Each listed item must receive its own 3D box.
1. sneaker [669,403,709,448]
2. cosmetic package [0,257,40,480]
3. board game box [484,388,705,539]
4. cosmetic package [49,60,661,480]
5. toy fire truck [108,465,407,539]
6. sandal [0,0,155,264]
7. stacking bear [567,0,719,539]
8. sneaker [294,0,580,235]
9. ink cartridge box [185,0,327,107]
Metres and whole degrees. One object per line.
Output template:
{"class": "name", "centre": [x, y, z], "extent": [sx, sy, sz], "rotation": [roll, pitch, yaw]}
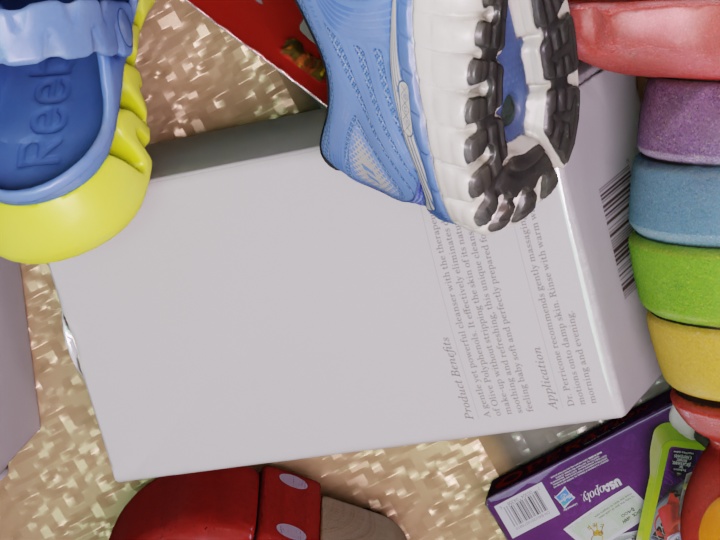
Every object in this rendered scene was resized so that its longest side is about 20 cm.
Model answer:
{"class": "sneaker", "centre": [0.202, 0.008, 0.798], "extent": [0.099, 0.071, 0.200], "rotation": [43, 105, 18]}
{"class": "cosmetic package", "centre": [-0.179, -0.018, 0.865], "extent": [0.084, 0.108, 0.202], "rotation": [-1, 103, 11]}
{"class": "board game box", "centre": [0.160, 0.087, 0.876], "extent": [0.199, 0.032, 0.121], "rotation": [-28, 95, 15]}
{"class": "cosmetic package", "centre": [0.000, 0.000, 0.818], "extent": [0.198, 0.085, 0.109], "rotation": [-8, 104, 28]}
{"class": "toy fire truck", "centre": [-0.094, 0.145, 0.898], "extent": [0.198, 0.129, 0.177], "rotation": [20, 107, -7]}
{"class": "sandal", "centre": [-0.106, -0.106, 0.797], "extent": [0.079, 0.201, 0.087], "rotation": [-12, 145, 6]}
{"class": "stacking bear", "centre": [0.134, 0.013, 0.734], "extent": [0.121, 0.113, 0.202], "rotation": [2, 101, 30]}
{"class": "sneaker", "centre": [0.008, -0.112, 0.672], "extent": [0.089, 0.078, 0.202], "rotation": [10, 108, 34]}
{"class": "ink cartridge box", "centre": [-0.057, -0.145, 0.776], "extent": [0.200, 0.160, 0.047], "rotation": [39, 111, -7]}
